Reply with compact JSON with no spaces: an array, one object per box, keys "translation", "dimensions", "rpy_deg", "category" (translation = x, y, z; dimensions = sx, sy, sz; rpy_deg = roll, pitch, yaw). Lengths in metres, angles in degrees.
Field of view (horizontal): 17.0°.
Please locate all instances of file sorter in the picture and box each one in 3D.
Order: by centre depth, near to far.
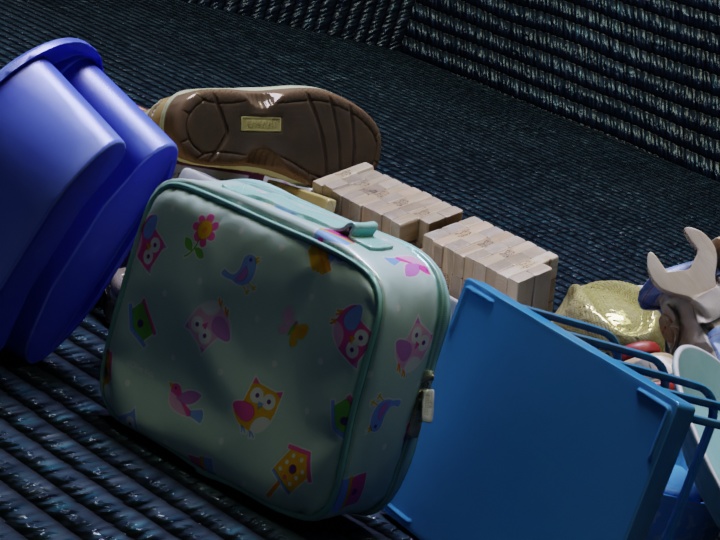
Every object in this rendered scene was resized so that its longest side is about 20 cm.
[{"translation":[0.129,0.110,1.280],"dimensions":[0.122,0.139,0.200],"rpy_deg":[15,10,-33],"category":"file sorter"}]

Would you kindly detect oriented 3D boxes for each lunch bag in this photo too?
[{"translation":[-0.044,0.037,1.307],"dimensions":[0.200,0.161,0.077],"rpy_deg":[24,12,37],"category":"lunch bag"}]

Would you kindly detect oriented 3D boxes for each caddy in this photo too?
[{"translation":[-0.200,-0.038,1.381],"dimensions":[0.105,0.200,0.141],"rpy_deg":[38,14,18],"category":"caddy"}]

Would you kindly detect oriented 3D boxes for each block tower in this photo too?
[{"translation":[0.052,-0.012,1.675],"dimensions":[0.054,0.058,0.200],"rpy_deg":[-20,37,-40],"category":"block tower"}]

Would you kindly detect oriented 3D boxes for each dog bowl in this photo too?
[{"translation":[0.159,0.130,1.479],"dimensions":[0.111,0.050,0.200],"rpy_deg":[16,9,-12],"category":"dog bowl"}]

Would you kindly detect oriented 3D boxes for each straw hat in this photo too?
[{"translation":[0.170,0.053,1.668],"dimensions":[0.200,0.085,0.201],"rpy_deg":[2,21,-1],"category":"straw hat"}]

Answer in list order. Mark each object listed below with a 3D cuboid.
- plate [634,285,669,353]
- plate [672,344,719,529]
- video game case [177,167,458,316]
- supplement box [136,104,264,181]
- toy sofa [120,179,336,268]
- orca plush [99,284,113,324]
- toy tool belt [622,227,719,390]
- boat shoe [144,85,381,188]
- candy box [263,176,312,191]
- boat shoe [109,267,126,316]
[{"translation":[0.301,0.070,1.747],"dimensions":[0.199,0.032,0.200],"rpy_deg":[23,-9,28],"category":"plate"},{"translation":[0.234,0.134,1.407],"dimensions":[0.200,0.026,0.200],"rpy_deg":[46,22,-25],"category":"plate"},{"translation":[0.000,0.000,1.563],"dimensions":[0.182,0.023,0.200],"rpy_deg":[25,-2,40],"category":"video game case"},{"translation":[-0.189,-0.069,1.804],"dimensions":[0.131,0.104,0.200],"rpy_deg":[6,14,-47],"category":"supplement box"},{"translation":[-0.122,-0.024,1.663],"dimensions":[0.199,0.098,0.083],"rpy_deg":[11,4,-37],"category":"toy sofa"},{"translation":[-0.083,0.013,1.629],"dimensions":[0.199,0.071,0.105],"rpy_deg":[13,11,-26],"category":"orca plush"},{"translation":[0.239,0.022,1.583],"dimensions":[0.199,0.123,0.125],"rpy_deg":[-8,-20,-21],"category":"toy tool belt"},{"translation":[-0.075,-0.100,1.722],"dimensions":[0.199,0.072,0.076],"rpy_deg":[9,-5,-42],"category":"boat shoe"},{"translation":[-0.023,-0.037,1.875],"dimensions":[0.200,0.061,0.136],"rpy_deg":[39,14,11],"category":"candy box"},{"translation":[-0.081,0.035,1.520],"dimensions":[0.199,0.072,0.076],"rpy_deg":[0,7,-44],"category":"boat shoe"}]
